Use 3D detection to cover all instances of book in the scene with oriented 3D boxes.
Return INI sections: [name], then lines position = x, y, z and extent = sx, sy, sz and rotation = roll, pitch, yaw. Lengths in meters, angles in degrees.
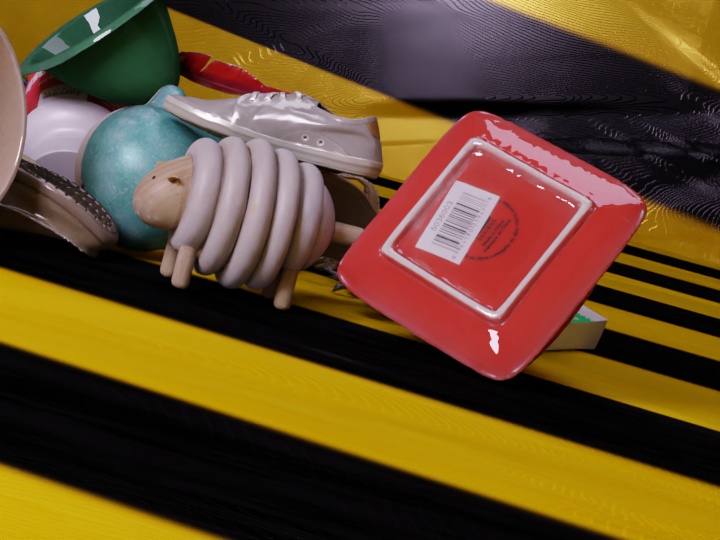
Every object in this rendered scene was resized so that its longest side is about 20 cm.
[book]
position = 0.123, 0.019, 1.775
extent = 0.199, 0.048, 0.133
rotation = 31, 14, 27

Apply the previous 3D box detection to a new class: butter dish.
[butter dish]
position = 0.119, 0.000, 1.539
extent = 0.199, 0.200, 0.148
rotation = 32, -15, 30

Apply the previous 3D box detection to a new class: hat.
[hat]
position = -0.191, -0.161, 1.704
extent = 0.199, 0.177, 0.166
rotation = -11, 28, 46

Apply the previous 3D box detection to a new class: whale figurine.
[whale figurine]
position = -0.152, -0.087, 1.643
extent = 0.199, 0.160, 0.104
rotation = -8, 5, -32

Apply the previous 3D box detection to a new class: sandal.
[sandal]
position = -0.012, -0.053, 1.670
extent = 0.211, 0.078, 0.070
rotation = 29, 24, -40

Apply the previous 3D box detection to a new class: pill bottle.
[pill bottle]
position = -0.270, -0.139, 1.764
extent = 0.112, 0.113, 0.201
rotation = 13, 38, -12

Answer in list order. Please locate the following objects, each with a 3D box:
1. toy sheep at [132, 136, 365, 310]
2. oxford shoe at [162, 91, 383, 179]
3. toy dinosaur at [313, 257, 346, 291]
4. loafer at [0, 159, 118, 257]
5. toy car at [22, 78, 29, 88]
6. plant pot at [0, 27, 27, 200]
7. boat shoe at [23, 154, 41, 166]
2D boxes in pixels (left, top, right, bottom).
[toy sheep]
position = -0.091, -0.043, 1.526
extent = 0.199, 0.139, 0.138
rotation = 12, 7, -21
[oxford shoe]
position = -0.071, -0.128, 1.580
extent = 0.199, 0.058, 0.075
rotation = 15, 3, 10
[toy dinosaur]
position = 0.000, 0.000, 1.763
extent = 0.088, 0.048, 0.200
rotation = 18, 6, -37
[loafer]
position = -0.296, -0.062, 1.555
extent = 0.199, 0.068, 0.076
rotation = 31, 7, 6
[toy car]
position = -0.282, -0.209, 2.044
extent = 0.183, 0.201, 0.177
rotation = 13, -22, 28
[plant pot]
position = -0.401, -0.126, 1.463
extent = 0.199, 0.189, 0.187
rotation = 2, -2, 35
[boat shoe]
position = -0.364, -0.101, 1.681
extent = 0.199, 0.074, 0.063
rotation = 21, 6, 41
